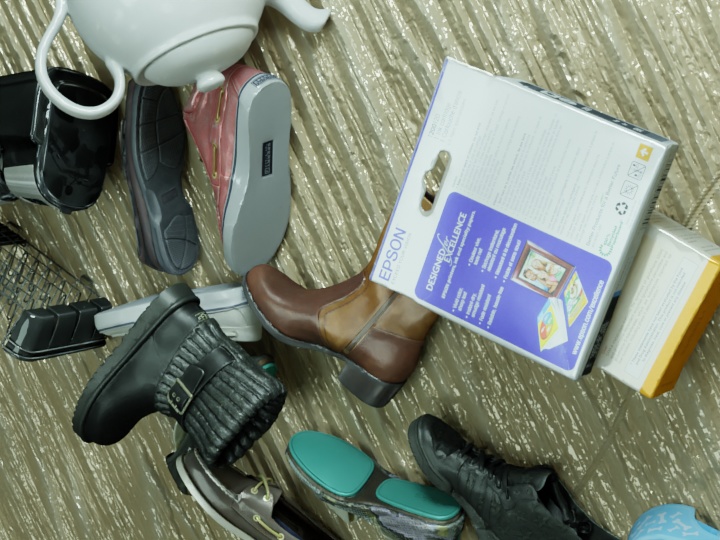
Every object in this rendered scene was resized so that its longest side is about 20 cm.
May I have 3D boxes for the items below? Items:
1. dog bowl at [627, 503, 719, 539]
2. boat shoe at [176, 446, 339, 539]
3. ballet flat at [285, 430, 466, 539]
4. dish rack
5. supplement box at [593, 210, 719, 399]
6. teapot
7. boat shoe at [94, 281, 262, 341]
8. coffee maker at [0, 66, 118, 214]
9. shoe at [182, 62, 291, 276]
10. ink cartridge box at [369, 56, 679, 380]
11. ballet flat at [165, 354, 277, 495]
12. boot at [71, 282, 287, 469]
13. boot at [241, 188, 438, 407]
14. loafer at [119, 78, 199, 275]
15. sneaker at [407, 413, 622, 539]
[{"bbox_3d":[0.307,0.267,1.347,0.198,0.049,0.113,8,109,32],"label":"dog bowl"},{"bbox_3d":[-0.094,0.238,1.576,0.200,0.072,0.060,44,110,-5],"label":"boat shoe"},{"bbox_3d":[0.010,0.220,1.522,0.199,0.072,0.073,21,116,28],"label":"ballet flat"},{"bbox_3d":[-0.363,0.012,1.654,0.199,0.153,0.055,34,107,20],"label":"dish rack"},{"bbox_3d":[0.192,-0.002,1.313,0.199,0.073,0.127,33,107,21],"label":"supplement box"},{"bbox_3d":[-0.164,-0.226,1.414,0.199,0.197,0.148,-25,84,32],"label":"teapot"},{"bbox_3d":[-0.181,0.058,1.598,0.198,0.071,0.071,-9,97,28],"label":"boat shoe"},{"bbox_3d":[-0.355,-0.153,1.605,0.198,0.134,0.195,-1,103,33],"label":"coffee maker"},{"bbox_3d":[-0.118,-0.101,1.508,0.091,0.071,0.202,31,126,39],"label":"shoe"},{"bbox_3d":[0.127,-0.045,1.277,0.198,0.043,0.200,25,104,22],"label":"ink cartridge box"},{"bbox_3d":[-0.151,0.144,1.605,0.068,0.068,0.201,45,124,24],"label":"ballet flat"},{"bbox_3d":[-0.177,0.135,1.527,0.158,0.079,0.212,47,121,14],"label":"boot"},{"bbox_3d":[0.000,0.000,1.457,0.188,0.068,0.201,41,122,17],"label":"boot"},{"bbox_3d":[-0.209,-0.093,1.568,0.062,0.072,0.202,4,110,37],"label":"loafer"},{"bbox_3d":[0.136,0.195,1.435,0.104,0.060,0.201,-38,88,37],"label":"sneaker"}]
